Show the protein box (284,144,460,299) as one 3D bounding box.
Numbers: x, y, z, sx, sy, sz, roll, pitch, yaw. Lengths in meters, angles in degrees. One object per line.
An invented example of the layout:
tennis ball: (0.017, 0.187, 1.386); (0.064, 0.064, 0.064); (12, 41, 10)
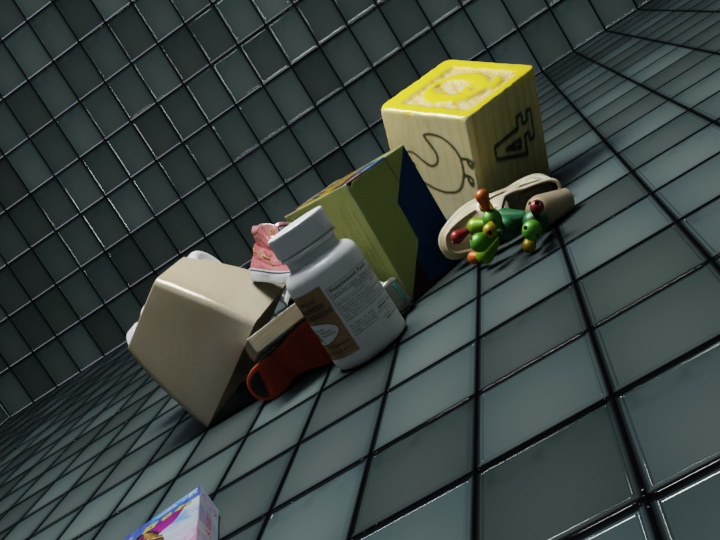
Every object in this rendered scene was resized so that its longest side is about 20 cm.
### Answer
protein box: (0.020, -0.055, 1.574); (0.134, 0.200, 0.199); (-36, 9, -33)

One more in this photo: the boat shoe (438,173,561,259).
boat shoe: (0.205, -0.081, 1.475); (0.198, 0.073, 0.065); (-29, 7, -3)

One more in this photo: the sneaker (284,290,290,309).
sneaker: (-0.072, 0.006, 1.791); (0.199, 0.073, 0.071); (-35, -10, -45)

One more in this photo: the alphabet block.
alphabet block: (0.177, -0.213, 1.656); (0.193, 0.203, 0.196); (12, 41, 41)

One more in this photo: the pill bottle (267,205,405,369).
pill bottle: (-0.036, 0.022, 1.356); (0.113, 0.202, 0.114); (-32, 8, 5)

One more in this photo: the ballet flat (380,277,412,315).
ballet flat: (-0.001, 0.055, 1.505); (0.199, 0.064, 0.067); (-25, 11, 47)

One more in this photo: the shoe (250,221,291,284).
shoe: (-0.113, -0.029, 1.546); (0.070, 0.093, 0.199); (-3, 3, -34)

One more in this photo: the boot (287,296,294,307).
boot: (-0.033, 0.031, 1.700); (0.068, 0.196, 0.132); (119, 151, -48)

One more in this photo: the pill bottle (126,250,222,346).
pill bottle: (-0.313, 0.073, 1.759); (0.200, 0.116, 0.116); (-46, 5, 14)

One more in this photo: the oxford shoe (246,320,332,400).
oxford shoe: (-0.081, 0.111, 1.473); (0.198, 0.072, 0.073); (-33, 7, 13)

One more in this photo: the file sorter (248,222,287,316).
file sorter: (-0.152, 0.029, 1.869); (0.139, 0.124, 0.201); (-46, 8, 35)

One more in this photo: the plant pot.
plant pot: (-0.254, 0.091, 1.612); (0.202, 0.175, 0.200); (-63, -1, 20)

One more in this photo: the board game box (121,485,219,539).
board game box: (-0.233, 0.316, 1.006); (0.199, 0.041, 0.199); (-35, 9, -4)

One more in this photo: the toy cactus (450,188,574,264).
toy cactus: (0.213, -0.075, 1.369); (0.163, 0.104, 0.200); (-24, 0, -16)

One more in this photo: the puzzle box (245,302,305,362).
puzzle box: (-0.083, 0.060, 1.472); (0.199, 0.026, 0.133); (-37, -4, -12)
